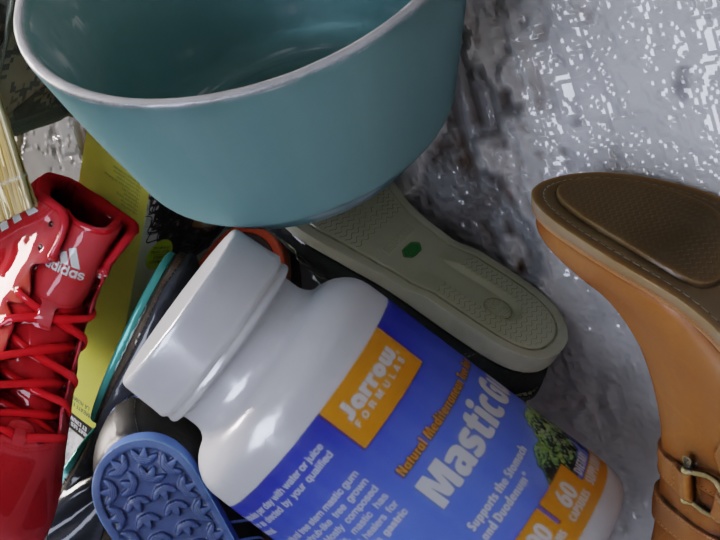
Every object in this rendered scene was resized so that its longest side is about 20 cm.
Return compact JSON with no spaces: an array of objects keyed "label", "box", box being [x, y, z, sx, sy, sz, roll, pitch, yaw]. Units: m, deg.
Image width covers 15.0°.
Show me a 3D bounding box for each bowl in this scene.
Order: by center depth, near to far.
[{"label":"bowl","box":[-0.037,-0.093,1.175,0.201,0.201,0.105,15,140,37]}]

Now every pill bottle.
[{"label":"pill bottle","box":[0.003,0.074,1.164,0.200,0.112,0.112,37,134,-7]}]

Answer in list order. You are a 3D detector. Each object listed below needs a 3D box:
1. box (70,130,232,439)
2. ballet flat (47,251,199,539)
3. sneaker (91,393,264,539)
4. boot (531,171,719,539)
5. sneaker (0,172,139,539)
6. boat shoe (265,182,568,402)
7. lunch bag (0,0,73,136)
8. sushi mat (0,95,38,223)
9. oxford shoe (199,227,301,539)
[{"label":"box","box":[-0.102,-0.012,1.332,0.050,0.075,0.200,34,130,28]},{"label":"ballet flat","box":[-0.103,0.083,1.290,0.073,0.073,0.200,40,116,22]},{"label":"sneaker","box":[-0.062,0.144,1.234,0.070,0.078,0.200,-19,110,7]},{"label":"boot","box":[0.140,0.059,1.149,0.200,0.074,0.155,35,133,29]},{"label":"sneaker","box":[-0.154,0.035,1.241,0.116,0.078,0.200,-53,32,39]},{"label":"boat shoe","box":[0.000,0.000,1.246,0.200,0.072,0.068,39,131,18]},{"label":"lunch bag","box":[-0.170,-0.187,1.286,0.164,0.117,0.200,35,123,30]},{"label":"sushi mat","box":[-0.204,-0.113,1.254,0.096,0.012,0.200,-12,97,46]},{"label":"oxford shoe","box":[-0.054,0.069,1.332,0.071,0.072,0.200,26,114,35]}]
